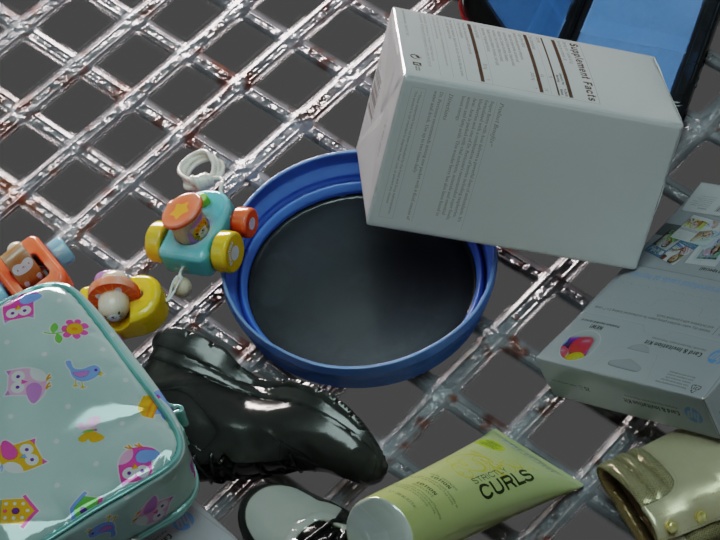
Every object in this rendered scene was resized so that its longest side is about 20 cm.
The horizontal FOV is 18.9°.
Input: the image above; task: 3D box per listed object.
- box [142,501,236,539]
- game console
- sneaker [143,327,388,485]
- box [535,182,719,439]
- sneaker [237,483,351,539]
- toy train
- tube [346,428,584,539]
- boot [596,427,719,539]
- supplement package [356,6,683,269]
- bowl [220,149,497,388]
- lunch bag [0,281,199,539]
[{"bbox_3d":[-0.201,0.178,1.445,0.156,0.041,0.200,-39,58,-23],"label":"box"},{"bbox_3d":[0.186,-0.215,1.672,0.172,0.119,0.200,14,55,15],"label":"game console"},{"bbox_3d":[-0.074,0.114,1.483,0.200,0.076,0.091,20,66,27],"label":"sneaker"},{"bbox_3d":[0.242,0.023,1.494,0.200,0.041,0.156,-44,33,-26],"label":"box"},{"bbox_3d":[-0.001,0.191,1.403,0.200,0.080,0.074,32,63,28],"label":"sneaker"},{"bbox_3d":[-0.176,-0.020,1.567,0.200,0.056,0.150,-34,51,-5],"label":"toy train"},{"bbox_3d":[0.066,0.145,1.408,0.200,0.052,0.058,-16,83,-53],"label":"tube"},{"bbox_3d":[0.264,0.160,1.404,0.155,0.073,0.200,-27,50,-16],"label":"boot"},{"bbox_3d":[0.109,-0.094,1.535,0.200,0.121,0.120,10,29,-9],"label":"supplement package"},{"bbox_3d":[0.000,0.000,1.574,0.200,0.039,0.201,-3,52,3],"label":"bowl"},{"bbox_3d":[-0.203,0.109,1.416,0.160,0.077,0.200,-28,55,-18],"label":"lunch bag"}]
